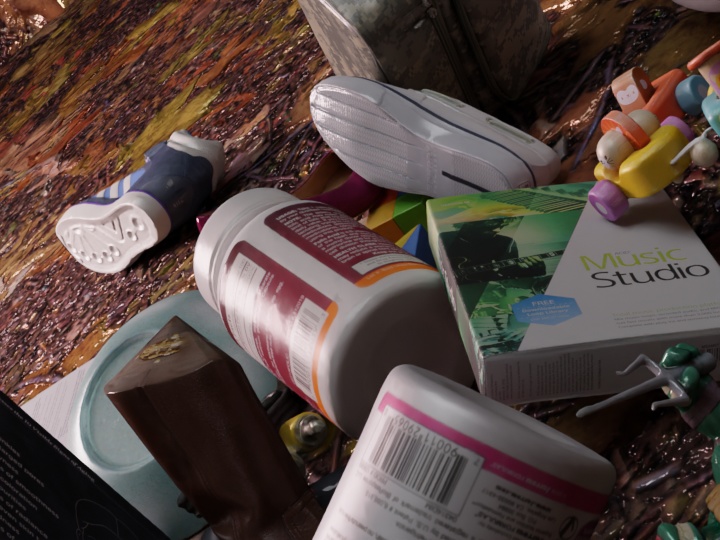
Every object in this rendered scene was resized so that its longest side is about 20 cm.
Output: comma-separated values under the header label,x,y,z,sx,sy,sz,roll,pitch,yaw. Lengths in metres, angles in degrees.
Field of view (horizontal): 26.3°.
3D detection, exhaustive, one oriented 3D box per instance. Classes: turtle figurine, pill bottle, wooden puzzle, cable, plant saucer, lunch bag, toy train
label,x,y,z,sx,sy,sz,roll,pitch,yaw
turtle figurine,0.177,0.082,0.645,0.200,0.101,0.150,-30,30,-3
pill bottle,-0.022,0.022,0.991,0.114,0.114,0.200,-46,38,-8
wooden puzzle,0.000,0.000,1.133,0.200,0.046,0.186,-31,26,27
cable,-0.065,0.118,0.962,0.097,0.050,0.200,-43,0,-4
plant saucer,-0.150,0.100,1.112,0.200,0.039,0.202,-18,57,30
lunch bag,0.057,-0.209,1.197,0.168,0.200,0.139,-40,52,-6
toy train,0.190,-0.104,0.874,0.150,0.056,0.200,-49,12,-35
pill bottle,0.024,0.154,0.692,0.201,0.113,0.113,-65,24,1

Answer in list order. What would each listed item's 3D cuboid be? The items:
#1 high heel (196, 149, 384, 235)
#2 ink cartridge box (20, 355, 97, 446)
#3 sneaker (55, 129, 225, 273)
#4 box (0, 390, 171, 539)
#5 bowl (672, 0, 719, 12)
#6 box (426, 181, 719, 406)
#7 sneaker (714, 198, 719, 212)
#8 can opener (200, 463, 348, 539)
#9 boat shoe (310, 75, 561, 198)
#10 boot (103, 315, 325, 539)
label,x,y,z,sx,sy,sz,roll,pitch,yaw
high heel,-0.043,-0.066,1.139,0.067,0.096,0.200,-14,35,41
ink cartridge box,-0.234,0.149,1.258,0.200,0.043,0.197,-34,27,23
sneaker,-0.214,-0.077,1.580,0.200,0.081,0.147,-16,26,52
box,-0.214,0.195,0.949,0.124,0.200,0.197,-41,23,7
bowl,0.276,-0.239,1.043,0.201,0.090,0.201,-34,25,19
box,0.121,0.005,0.854,0.144,0.036,0.200,-6,25,-4
sneaker,0.243,-0.031,0.788,0.088,0.074,0.200,-50,11,10
can opener,-0.019,0.141,0.897,0.200,0.063,0.079,-31,56,19
boat shoe,0.053,-0.092,1.113,0.200,0.074,0.067,32,45,30
boot,-0.033,0.110,0.793,0.186,0.200,0.064,-18,15,40
